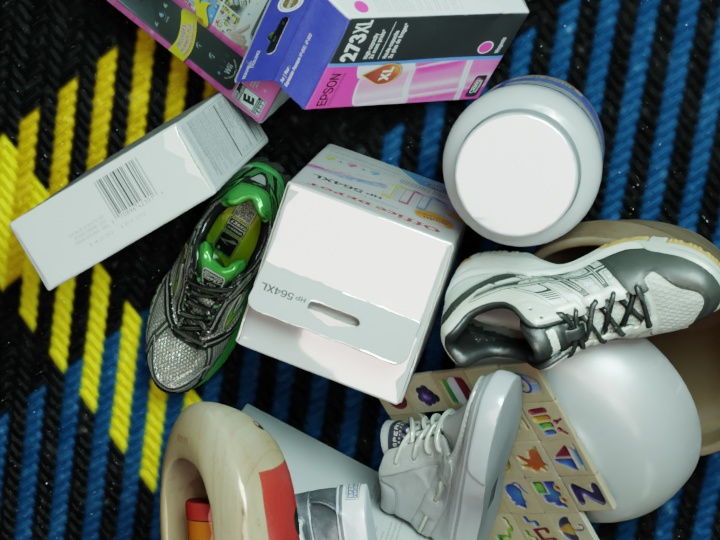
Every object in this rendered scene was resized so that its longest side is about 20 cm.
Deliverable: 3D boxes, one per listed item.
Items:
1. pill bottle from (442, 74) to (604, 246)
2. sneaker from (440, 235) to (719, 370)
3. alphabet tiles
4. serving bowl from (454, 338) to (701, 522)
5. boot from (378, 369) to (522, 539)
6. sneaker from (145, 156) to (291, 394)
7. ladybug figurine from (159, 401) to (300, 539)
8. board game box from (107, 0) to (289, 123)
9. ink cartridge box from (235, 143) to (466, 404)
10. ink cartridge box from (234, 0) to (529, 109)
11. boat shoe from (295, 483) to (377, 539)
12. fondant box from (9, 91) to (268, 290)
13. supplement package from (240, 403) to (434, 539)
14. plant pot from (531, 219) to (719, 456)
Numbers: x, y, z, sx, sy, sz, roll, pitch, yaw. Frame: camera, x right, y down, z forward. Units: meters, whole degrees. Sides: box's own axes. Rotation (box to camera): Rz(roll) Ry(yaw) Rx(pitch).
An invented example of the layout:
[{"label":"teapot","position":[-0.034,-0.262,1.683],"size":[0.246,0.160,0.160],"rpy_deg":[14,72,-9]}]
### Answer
[{"label":"pill bottle","position":[0.117,-0.078,1.162],"size":[0.111,0.200,0.113],"rpy_deg":[2,101,9]},{"label":"sneaker","position":[0.148,0.033,1.107],"size":[0.199,0.088,0.076],"rpy_deg":[-7,123,27]},{"label":"alphabet tiles","position":[0.112,0.154,1.228],"size":[0.166,0.008,0.201],"rpy_deg":[-10,118,45]},{"label":"serving bowl","position":[0.149,0.115,1.219],"size":[0.199,0.066,0.201],"rpy_deg":[23,136,23]},{"label":"boot","position":[0.057,0.132,1.189],"size":[0.095,0.074,0.201],"rpy_deg":[22,138,14]},{"label":"sneaker","position":[-0.120,0.007,1.278],"size":[0.078,0.085,0.201],"rpy_deg":[24,106,2]},{"label":"ladybug figurine","position":[-0.088,0.190,1.147],"size":[0.071,0.135,0.202],"rpy_deg":[-4,96,-31]},{"label":"board game box","position":[-0.109,-0.227,1.196],"size":[0.200,0.064,0.148],"rpy_deg":[40,134,4]},{"label":"ink cartridge box","position":[0.000,0.000,1.198],"size":[0.128,0.200,0.126],"rpy_deg":[19,105,3]},{"label":"ink cartridge box","position":[0.016,-0.160,1.167],"size":[0.095,0.199,0.037],"rpy_deg":[-59,45,47]},{"label":"boat shoe","position":[-0.015,0.253,1.167],"size":[0.067,0.072,0.202],"rpy_deg":[-8,97,6]},{"label":"fondant box","position":[-0.157,-0.066,1.207],"size":[0.144,0.200,0.059],"rpy_deg":[-29,98,14]},{"label":"supplement package","position":[-0.048,0.232,1.283],"size":[0.199,0.152,0.151],"rpy_deg":[28,104,1]},{"label":"plant pot","position":[0.218,0.033,1.210],"size":[0.200,0.093,0.202],"rpy_deg":[23,137,23]}]
